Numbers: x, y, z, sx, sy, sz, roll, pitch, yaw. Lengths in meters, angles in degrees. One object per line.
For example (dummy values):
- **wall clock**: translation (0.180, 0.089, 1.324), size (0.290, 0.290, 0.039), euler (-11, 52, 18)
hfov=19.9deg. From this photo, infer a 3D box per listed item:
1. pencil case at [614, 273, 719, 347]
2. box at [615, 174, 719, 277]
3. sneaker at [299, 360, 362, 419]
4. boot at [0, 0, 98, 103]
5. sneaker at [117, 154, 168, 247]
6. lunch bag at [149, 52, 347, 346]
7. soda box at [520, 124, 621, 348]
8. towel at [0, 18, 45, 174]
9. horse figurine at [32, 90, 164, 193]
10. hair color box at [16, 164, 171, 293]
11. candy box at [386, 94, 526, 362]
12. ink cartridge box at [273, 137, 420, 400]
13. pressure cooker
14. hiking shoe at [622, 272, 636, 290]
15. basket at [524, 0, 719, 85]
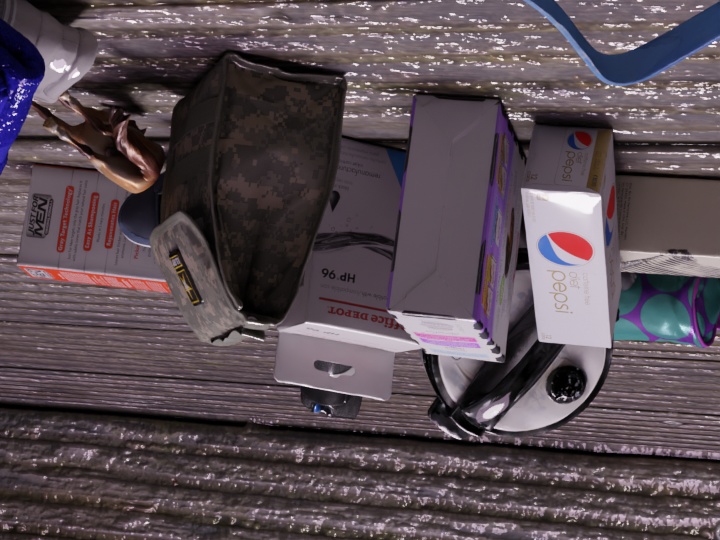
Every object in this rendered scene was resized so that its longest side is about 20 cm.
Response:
- **pencil case**: translation (0.260, 0.032, 2.036), size (0.199, 0.086, 0.092), euler (1, 152, 31)
- **box**: translation (0.293, -0.034, 1.699), size (0.199, 0.069, 0.082), euler (4, 168, 19)
- **sneaker**: translation (-0.015, 0.077, 1.925), size (0.073, 0.113, 0.200), euler (14, -164, 14)
- **boot**: translation (-0.263, -0.142, 1.471), size (0.095, 0.074, 0.200), euler (21, 163, -28)
- **sneaker**: translation (-0.156, -0.064, 1.779), size (0.201, 0.077, 0.146), euler (-10, 174, 29)
- **lunch bag**: translation (-0.091, -0.043, 1.549), size (0.117, 0.201, 0.164), euler (9, 170, -15)
- **soda box**: translation (0.169, -0.025, 1.623), size (0.063, 0.068, 0.201), euler (5, 143, 14)
- **towel**: translation (-0.298, -0.124, 1.391), size (0.147, 0.050, 0.200), euler (37, 146, -3)
- **horse figurine**: translation (-0.199, -0.104, 1.595), size (0.132, 0.050, 0.200), euler (34, 179, -29)
- **hair color box**: translation (-0.216, -0.036, 1.944), size (0.199, 0.102, 0.061), euler (7, 170, 6)
- **candy box**: translation (0.079, -0.028, 1.603), size (0.071, 0.169, 0.200), euler (5, 169, 12)
- **ink cartridge box**: translation (0.000, 0.000, 1.714), size (0.115, 0.201, 0.068), euler (11, 169, -22)
- **pressure cooker**: translation (0.135, 0.049, 1.816), size (0.177, 0.177, 0.200), euler (-6, -160, -4)
- **hiking shoe**: translation (0.163, 0.016, 1.964), size (0.199, 0.101, 0.076), euler (6, 170, 5)
- **basket**: translation (0.166, -0.153, 0.885), size (0.199, 0.140, 0.176), euler (-29, 157, 16)
